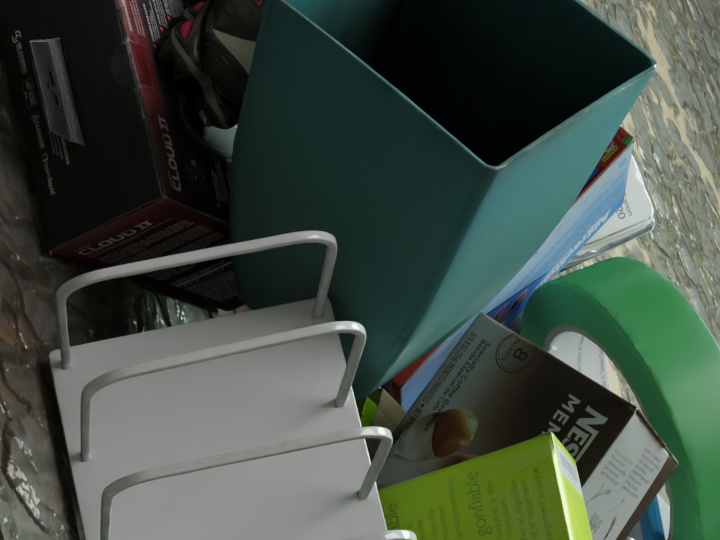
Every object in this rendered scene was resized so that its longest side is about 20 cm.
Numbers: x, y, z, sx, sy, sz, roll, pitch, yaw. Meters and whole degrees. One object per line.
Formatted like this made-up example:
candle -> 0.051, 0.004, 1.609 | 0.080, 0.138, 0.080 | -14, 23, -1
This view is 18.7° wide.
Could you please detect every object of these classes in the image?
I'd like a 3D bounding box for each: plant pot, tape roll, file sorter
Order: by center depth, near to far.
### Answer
file sorter -> -0.053, 0.098, 0.963 | 0.125, 0.138, 0.202 | 105, -27, -67
plant pot -> 0.022, -0.046, 1.081 | 0.141, 0.201, 0.141 | 40, 45, 18
tape roll -> 0.161, 0.094, 1.273 | 0.201, 0.048, 0.201 | 56, -23, 39

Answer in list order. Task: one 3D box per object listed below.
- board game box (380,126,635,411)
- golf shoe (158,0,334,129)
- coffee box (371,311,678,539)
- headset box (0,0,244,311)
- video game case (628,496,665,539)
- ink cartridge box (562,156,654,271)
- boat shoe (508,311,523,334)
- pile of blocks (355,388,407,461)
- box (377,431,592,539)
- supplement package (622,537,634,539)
board game box -> 0.085, 0.006, 1.271 | 0.019, 0.200, 0.103 | 40, -13, 16
golf shoe -> -0.044, -0.148, 1.157 | 0.077, 0.088, 0.201 | 52, 23, -27
coffee box -> 0.056, 0.139, 1.120 | 0.114, 0.201, 0.080 | 33, -8, 36
headset box -> -0.107, -0.074, 1.150 | 0.200, 0.077, 0.150 | 20, 50, -61
video game case -> 0.122, 0.197, 1.281 | 0.018, 0.142, 0.202 | -36, 120, -45
ink cartridge box -> 0.119, -0.068, 1.544 | 0.147, 0.084, 0.200 | 68, -16, 3
boat shoe -> 0.074, 0.000, 1.514 | 0.076, 0.060, 0.201 | 85, -21, -50
pile of blocks -> -0.048, 0.087, 1.130 | 0.199, 0.062, 0.083 | 11, 81, -55
box -> 0.017, 0.166, 1.046 | 0.048, 0.199, 0.123 | 47, 28, -54
supplement package -> 0.097, 0.255, 1.162 | 0.120, 0.120, 0.201 | 45, 53, -43
